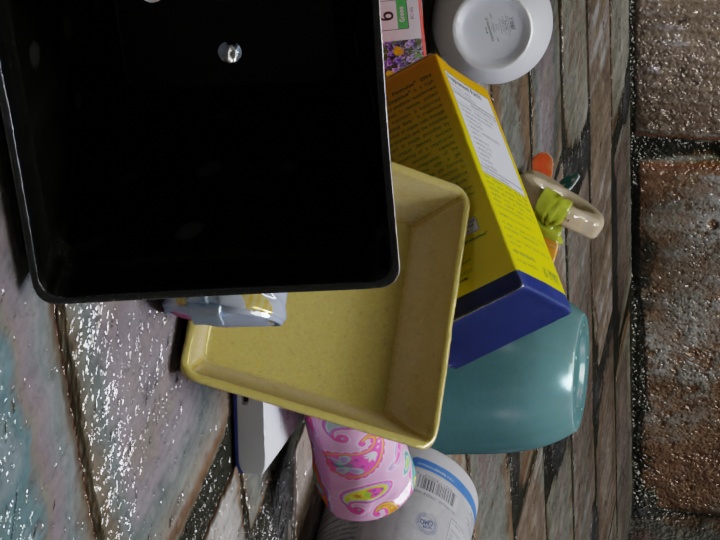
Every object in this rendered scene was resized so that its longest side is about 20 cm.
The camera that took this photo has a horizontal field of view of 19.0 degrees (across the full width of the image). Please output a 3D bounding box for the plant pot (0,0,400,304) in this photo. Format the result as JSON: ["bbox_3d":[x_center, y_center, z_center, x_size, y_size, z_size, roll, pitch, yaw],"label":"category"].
[{"bbox_3d":[-0.083,-0.116,1.176,0.178,0.199,0.200,-89,175,-57],"label":"plant pot"}]

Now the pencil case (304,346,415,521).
[{"bbox_3d":[-0.006,0.104,1.640,0.201,0.087,0.088,80,19,-46],"label":"pencil case"}]

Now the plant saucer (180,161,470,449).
[{"bbox_3d":[-0.030,0.011,1.509,0.048,0.199,0.201,-26,-130,58],"label":"plant saucer"}]

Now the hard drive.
[{"bbox_3d":[-0.057,0.056,1.650,0.200,0.025,0.133,-52,143,-67],"label":"hard drive"}]

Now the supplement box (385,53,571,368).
[{"bbox_3d":[0.063,-0.043,1.632,0.109,0.109,0.201,25,42,-62],"label":"supplement box"}]

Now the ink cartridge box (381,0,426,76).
[{"bbox_3d":[0.029,-0.206,1.793,0.200,0.050,0.109,-93,177,-52],"label":"ink cartridge box"}]

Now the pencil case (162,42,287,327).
[{"bbox_3d":[-0.079,-0.061,1.398,0.091,0.083,0.201,94,2,-85],"label":"pencil case"}]

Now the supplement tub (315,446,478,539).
[{"bbox_3d":[0.021,0.255,1.811,0.132,0.131,0.201,81,20,-44],"label":"supplement tub"}]

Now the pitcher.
[{"bbox_3d":[0.125,-0.280,2.176,0.200,0.121,0.172,-75,146,-76],"label":"pitcher"}]

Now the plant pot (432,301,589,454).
[{"bbox_3d":[0.156,0.102,2.274,0.201,0.160,0.202,5,90,-76],"label":"plant pot"}]

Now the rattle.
[{"bbox_3d":[0.231,-0.059,2.753,0.200,0.130,0.144,-123,-138,-67],"label":"rattle"}]
